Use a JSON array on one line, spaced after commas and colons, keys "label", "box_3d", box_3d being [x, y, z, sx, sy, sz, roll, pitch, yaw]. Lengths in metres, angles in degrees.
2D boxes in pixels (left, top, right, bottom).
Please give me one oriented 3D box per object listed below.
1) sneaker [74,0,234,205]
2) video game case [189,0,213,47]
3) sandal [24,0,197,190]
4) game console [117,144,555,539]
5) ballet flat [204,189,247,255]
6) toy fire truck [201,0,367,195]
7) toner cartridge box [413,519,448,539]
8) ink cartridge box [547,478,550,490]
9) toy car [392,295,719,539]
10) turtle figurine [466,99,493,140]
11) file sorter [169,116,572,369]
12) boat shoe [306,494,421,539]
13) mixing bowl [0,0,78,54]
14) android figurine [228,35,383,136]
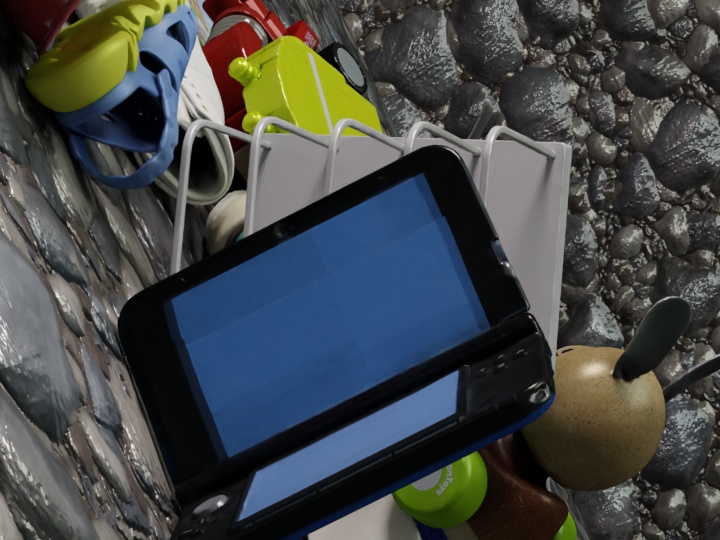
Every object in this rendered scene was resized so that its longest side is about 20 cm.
[{"label": "sneaker", "box_3d": [-0.131, -0.135, 1.371, 0.201, 0.073, 0.116, 62, 4, -32]}, {"label": "video game case", "box_3d": [-0.140, -0.200, 1.745, 0.200, 0.022, 0.183, 57, 10, -48]}, {"label": "sandal", "box_3d": [-0.133, -0.104, 1.247, 0.087, 0.079, 0.200, 64, 18, -16]}, {"label": "game console", "box_3d": [-0.021, 0.041, 1.038, 0.119, 0.199, 0.171, 62, 8, -7]}, {"label": "ballet flat", "box_3d": [-0.072, -0.017, 1.481, 0.200, 0.069, 0.070, 51, 14, -69]}, {"label": "toy fire truck", "box_3d": [-0.084, -0.178, 1.634, 0.200, 0.128, 0.176, 52, 22, -15]}, {"label": "toner cartridge box", "box_3d": [0.012, 0.135, 1.425, 0.095, 0.043, 0.201, 114, -41, -56]}, {"label": "ink cartridge box", "box_3d": [0.056, 0.093, 1.613, 0.201, 0.128, 0.126, 78, -5, -45]}, {"label": "toy car", "box_3d": [0.125, 0.077, 1.335, 0.164, 0.199, 0.158, 35, 29, -55]}, {"label": "turtle figurine", "box_3d": [0.024, -0.004, 1.709, 0.144, 0.199, 0.195, -85, 161, -46]}, {"label": "file sorter", "box_3d": [0.002, -0.015, 1.249, 0.124, 0.199, 0.140, 15, 79, -65]}, {"label": "boat shoe", "box_3d": [-0.005, 0.153, 1.339, 0.200, 0.072, 0.069, 58, 3, 37]}, {"label": "mixing bowl", "box_3d": [-0.155, -0.227, 1.162, 0.108, 0.201, 0.200, 35, 13, -10]}, {"label": "android figurine", "box_3d": [-0.022, -0.082, 1.497, 0.200, 0.041, 0.183, 31, 36, -51]}]
